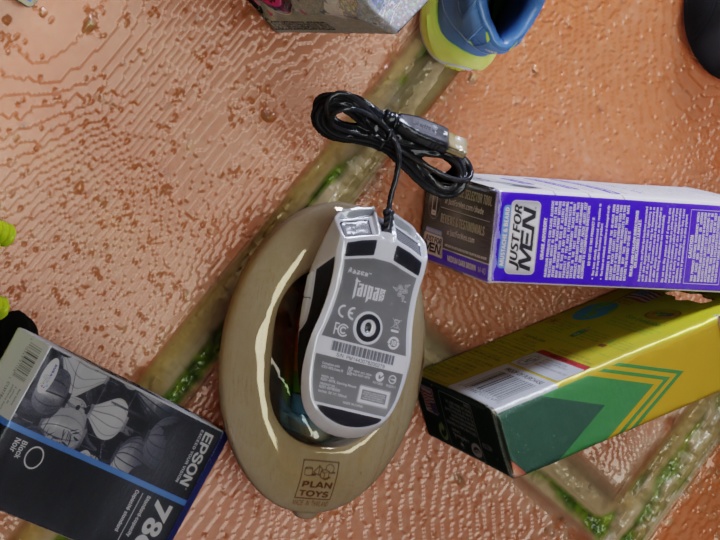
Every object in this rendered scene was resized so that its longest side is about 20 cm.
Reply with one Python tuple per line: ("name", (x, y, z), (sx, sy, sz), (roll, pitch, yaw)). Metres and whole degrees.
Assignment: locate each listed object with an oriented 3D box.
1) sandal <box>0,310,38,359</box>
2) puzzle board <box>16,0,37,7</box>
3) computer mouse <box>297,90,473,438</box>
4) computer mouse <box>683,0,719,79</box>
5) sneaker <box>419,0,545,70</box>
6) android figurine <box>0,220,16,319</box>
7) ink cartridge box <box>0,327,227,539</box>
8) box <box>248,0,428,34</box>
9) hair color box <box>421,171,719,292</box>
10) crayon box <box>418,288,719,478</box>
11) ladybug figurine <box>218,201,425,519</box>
("sandal", (-0.271, 0.090, 1.187), (0.200, 0.075, 0.045), (-39, 126, -10))
("puzzle board", (-0.205, -0.278, 1.198), (0.151, 0.017, 0.200), (33, 85, -24))
("computer mouse", (0.000, 0.000, 1.230), (0.109, 0.044, 0.201), (17, 84, -28))
("computer mouse", (0.268, -0.227, 1.380), (0.138, 0.053, 0.201), (0, 97, -23))
("sneaker", (0.096, -0.223, 1.280), (0.075, 0.105, 0.201), (6, 96, -23))
("android figurine", (-0.266, -0.024, 1.143), (0.200, 0.041, 0.183), (28, 60, -52))
("ink cartridge box", (-0.150, 0.115, 1.220), (0.200, 0.039, 0.100), (31, 85, -48))
("box", (-0.011, -0.220, 1.185), (0.132, 0.200, 0.115), (-45, 109, -11))
("hair color box", (0.151, -0.025, 1.329), (0.199, 0.109, 0.065), (4, 97, -22))
("crayon box", (0.151, 0.065, 1.331), (0.199, 0.127, 0.051), (-21, 105, -18))
("ladybug figurine", (-0.030, 0.055, 1.285), (0.135, 0.072, 0.201), (8, 94, -23))
